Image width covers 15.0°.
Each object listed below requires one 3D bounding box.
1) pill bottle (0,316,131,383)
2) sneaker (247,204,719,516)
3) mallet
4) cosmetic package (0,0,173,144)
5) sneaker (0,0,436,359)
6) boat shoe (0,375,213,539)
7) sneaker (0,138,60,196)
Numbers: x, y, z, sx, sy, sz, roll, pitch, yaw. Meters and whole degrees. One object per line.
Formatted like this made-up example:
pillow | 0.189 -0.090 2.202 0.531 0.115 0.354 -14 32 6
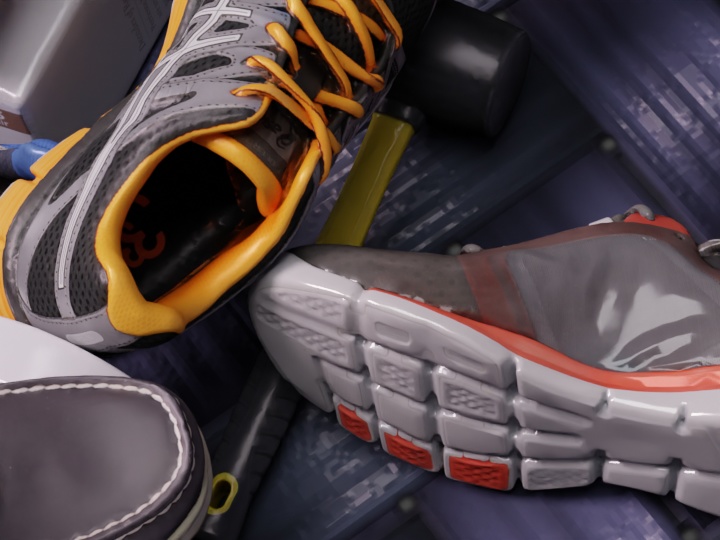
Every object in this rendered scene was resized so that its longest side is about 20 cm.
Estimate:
pill bottle | -0.129 0.118 0.783 0.112 0.112 0.200 19 68 17
sneaker | 0.067 0.019 0.834 0.200 0.077 0.082 15 55 3
mallet | 0.000 0.000 0.871 0.066 0.041 0.200 13 71 12
cosmetic package | -0.104 -0.135 0.933 0.102 0.074 0.200 21 70 18
sneaker | -0.029 -0.049 0.817 0.200 0.078 0.077 -54 26 -12
boat shoe | -0.135 0.066 0.708 0.200 0.065 0.072 -11 66 -10
sneaker | -0.170 -0.015 0.873 0.200 0.085 0.077 -6 62 6
